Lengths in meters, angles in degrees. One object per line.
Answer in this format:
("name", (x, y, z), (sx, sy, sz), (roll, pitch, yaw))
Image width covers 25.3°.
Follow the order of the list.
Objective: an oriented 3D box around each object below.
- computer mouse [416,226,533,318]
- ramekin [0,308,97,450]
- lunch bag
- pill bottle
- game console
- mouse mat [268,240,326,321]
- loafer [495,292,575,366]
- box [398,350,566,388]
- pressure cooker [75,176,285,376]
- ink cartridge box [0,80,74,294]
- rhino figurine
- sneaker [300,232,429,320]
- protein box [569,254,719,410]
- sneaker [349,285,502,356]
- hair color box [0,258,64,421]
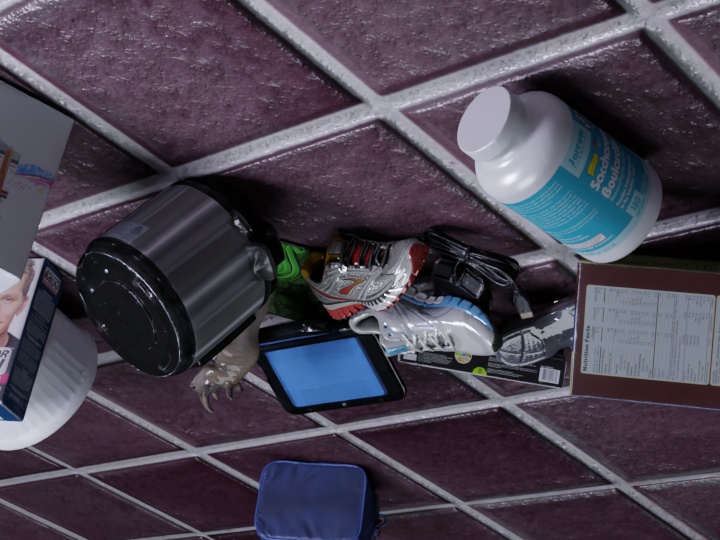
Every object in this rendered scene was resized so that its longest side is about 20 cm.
("computer mouse", (0.141, 0.025, 1.809), (0.140, 0.046, 0.201), (24, 151, 26))
("ramekin", (-0.453, 0.125, 2.103), (0.199, 0.202, 0.098), (-4, 142, 28))
("lunch bag", (-0.058, 0.383, 2.500), (0.198, 0.137, 0.133), (4, 153, 12))
("pill bottle", (0.184, -0.095, 1.510), (0.199, 0.112, 0.110), (29, 148, -32))
("game console", (-0.072, 0.124, 2.009), (0.198, 0.118, 0.175), (-12, 176, 33))
("mouse mat", (-0.117, 0.007, 1.943), (0.159, 0.008, 0.200), (15, 152, -7))
("loafer", (0.245, 0.051, 1.834), (0.198, 0.063, 0.072), (-18, 124, 19))
("box", (0.148, 0.105, 1.942), (0.198, 0.035, 0.110), (9, -177, 4))
("pressure cooker", (-0.186, -0.003, 1.750), (0.176, 0.200, 0.179), (42, 144, 10))
("ink cartridge box", (-0.414, -0.085, 1.673), (0.144, 0.202, 0.145), (29, 148, -26))
("rhino figurine", (-0.160, 0.078, 1.921), (0.087, 0.202, 0.060), (15, -166, 7))
("sneaker", (0.000, 0.000, 1.794), (0.082, 0.078, 0.199), (45, 145, -19))
("protein box", (0.324, 0.060, 1.638), (0.198, 0.137, 0.198), (5, -176, 13))
("sneaker", (0.071, 0.071, 1.825), (0.199, 0.087, 0.075), (16, 145, 39))
("hair color box", (-0.450, 0.085, 2.011), (0.099, 0.202, 0.061), (0, 151, 21))
